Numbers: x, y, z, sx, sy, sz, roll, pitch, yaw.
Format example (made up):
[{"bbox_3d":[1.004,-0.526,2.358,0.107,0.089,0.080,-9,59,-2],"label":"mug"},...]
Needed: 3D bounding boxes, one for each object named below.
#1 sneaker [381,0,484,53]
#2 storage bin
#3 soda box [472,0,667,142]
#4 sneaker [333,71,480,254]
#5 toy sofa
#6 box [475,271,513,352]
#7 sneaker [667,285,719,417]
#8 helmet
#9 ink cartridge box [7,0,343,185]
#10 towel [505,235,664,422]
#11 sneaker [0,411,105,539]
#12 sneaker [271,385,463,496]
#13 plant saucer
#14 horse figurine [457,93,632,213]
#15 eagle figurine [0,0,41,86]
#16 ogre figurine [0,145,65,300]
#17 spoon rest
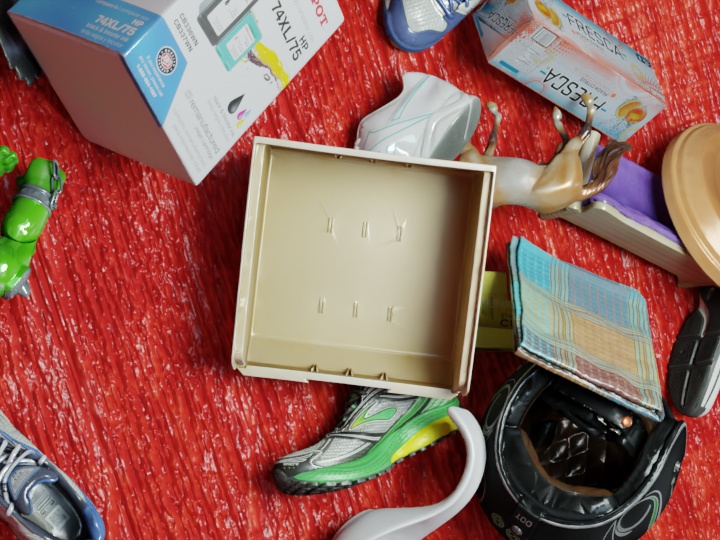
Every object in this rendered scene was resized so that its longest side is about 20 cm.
[{"bbox_3d":[0.101,-0.280,1.431,0.200,0.088,0.075,-46,108,-21],"label":"sneaker"},{"bbox_3d":[0.000,0.000,1.299,0.198,0.094,0.201,7,93,-1],"label":"storage bin"},{"bbox_3d":[0.197,-0.196,1.449,0.199,0.063,0.069,25,39,-37],"label":"soda box"},{"bbox_3d":[0.022,-0.090,1.393,0.080,0.070,0.201,35,83,20],"label":"sneaker"},{"bbox_3d":[0.282,-0.058,1.500,0.199,0.097,0.084,24,74,-23],"label":"toy sofa"},{"bbox_3d":[0.130,0.039,1.440,0.198,0.050,0.076,5,82,-26],"label":"box"},{"bbox_3d":[0.387,0.067,1.555,0.115,0.076,0.202,27,72,-21],"label":"sneaker"},{"bbox_3d":[0.194,0.164,1.386,0.198,0.191,0.202,-2,75,6],"label":"helmet"},{"bbox_3d":[-0.143,-0.204,1.239,0.200,0.145,0.147,-51,141,-21],"label":"ink cartridge box"},{"bbox_3d":[0.196,0.046,1.357,0.146,0.200,0.022,25,116,-9],"label":"towel"},{"bbox_3d":[-0.273,0.156,1.205,0.200,0.085,0.077,40,70,-18],"label":"sneaker"},{"bbox_3d":[0.000,0.138,1.361,0.199,0.078,0.086,-25,90,-35],"label":"sneaker"},{"bbox_3d":[0.378,-0.059,1.504,0.199,0.037,0.202,19,54,-27],"label":"plant saucer"},{"bbox_3d":[0.149,-0.097,1.417,0.198,0.050,0.134,2,68,8],"label":"horse figurine"},{"bbox_3d":[-0.321,-0.256,1.210,0.150,0.151,0.202,16,113,14],"label":"eagle figurine"},{"bbox_3d":[-0.326,-0.034,1.193,0.199,0.098,0.121,8,64,-41],"label":"ogre figurine"},{"bbox_3d":[0.039,0.211,1.331,0.200,0.061,0.099,-51,152,11],"label":"spoon rest"}]
